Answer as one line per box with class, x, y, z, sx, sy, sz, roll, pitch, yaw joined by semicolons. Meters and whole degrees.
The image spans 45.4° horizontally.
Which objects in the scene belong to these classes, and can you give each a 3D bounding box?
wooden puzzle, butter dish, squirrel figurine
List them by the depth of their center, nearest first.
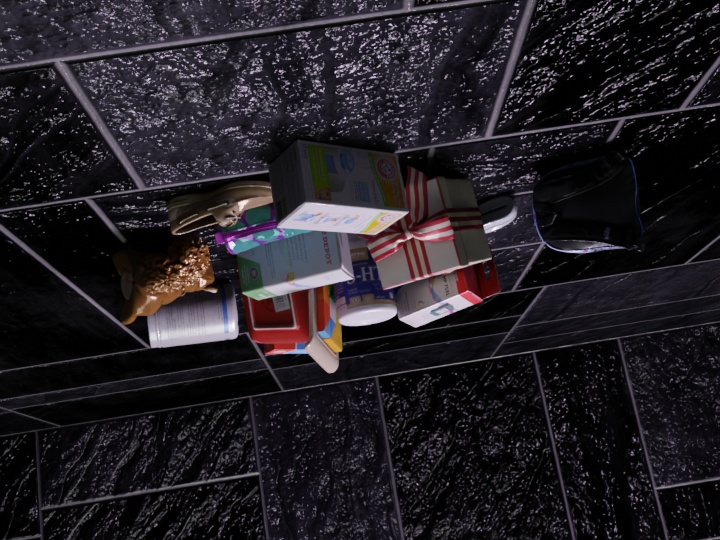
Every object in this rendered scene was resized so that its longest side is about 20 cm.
squirrel figurine;-0.358;0.009;1.672;0.186;0.142;0.200;-5;167;-37
wooden puzzle;-0.067;0.084;1.702;0.037;0.201;0.185;-3;157;13
butter dish;-0.141;0.043;1.798;0.199;0.201;0.148;-5;-173;40

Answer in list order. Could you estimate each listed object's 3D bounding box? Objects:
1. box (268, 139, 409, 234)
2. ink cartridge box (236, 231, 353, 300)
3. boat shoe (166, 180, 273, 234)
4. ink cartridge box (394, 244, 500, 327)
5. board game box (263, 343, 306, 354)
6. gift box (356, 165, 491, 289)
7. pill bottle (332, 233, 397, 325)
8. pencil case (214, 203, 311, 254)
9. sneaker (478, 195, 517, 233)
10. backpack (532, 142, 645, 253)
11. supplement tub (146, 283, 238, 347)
box;-0.035;-0.132;1.401;0.199;0.113;0.101;3;158;-34
ink cartridge box;-0.124;-0.039;1.609;0.199;0.146;0.087;-14;164;14
boat shoe;-0.231;-0.104;1.470;0.199;0.065;0.071;-12;164;9
ink cartridge box;0.165;0.021;1.695;0.200;0.117;0.067;-25;148;26
board game box;-0.153;0.085;1.919;0.153;0.201;0.040;3;160;-39
gift box;0.106;-0.080;1.554;0.184;0.201;0.187;-23;175;28
pill bottle;0.000;0.000;1.713;0.119;0.201;0.120;-9;164;-3
pencil case;-0.152;-0.090;1.518;0.199;0.085;0.092;-15;-162;17
sneaker;0.227;-0.093;1.755;0.199;0.073;0.071;-14;161;17
backpack;0.415;-0.120;1.606;0.190;0.201;0.154;-7;177;5
supplement tub;-0.386;0.103;1.974;0.199;0.132;0.132;-5;163;-12
